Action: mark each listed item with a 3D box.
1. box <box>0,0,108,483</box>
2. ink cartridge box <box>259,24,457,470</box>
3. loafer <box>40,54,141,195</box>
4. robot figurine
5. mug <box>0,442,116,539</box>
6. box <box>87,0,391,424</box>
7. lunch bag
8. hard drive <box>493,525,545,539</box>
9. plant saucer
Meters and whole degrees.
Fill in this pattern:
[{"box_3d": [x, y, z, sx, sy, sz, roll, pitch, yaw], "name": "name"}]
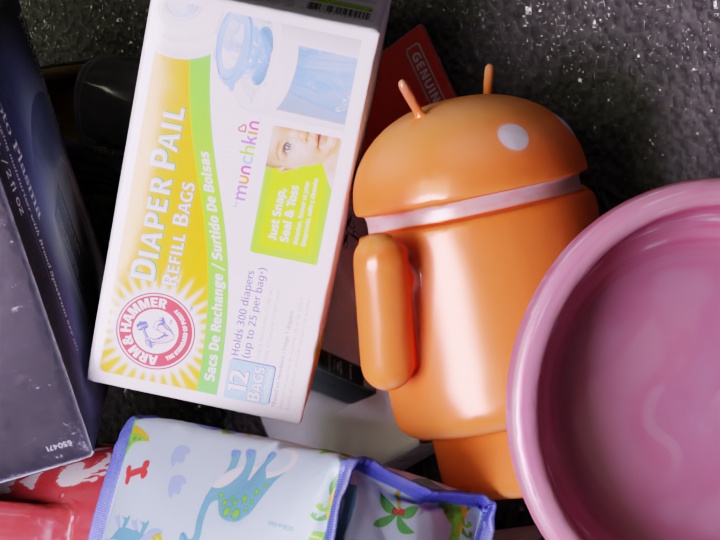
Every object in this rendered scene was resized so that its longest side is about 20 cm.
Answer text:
[{"box_3d": [-0.207, -0.016, 1.271, 0.123, 0.198, 0.201, -16, 108, 3], "name": "box"}, {"box_3d": [0.000, 0.000, 1.311, 0.173, 0.043, 0.201, -34, 73, 36], "name": "ink cartridge box"}, {"box_3d": [-0.126, -0.082, 1.350, 0.200, 0.072, 0.073, -7, 56, 49], "name": "loafer"}, {"box_3d": [0.059, 0.005, 1.184, 0.117, 0.143, 0.201, -177, 76, -80], "name": "robot figurine"}, {"box_3d": [-0.183, 0.156, 1.306, 0.199, 0.177, 0.134, -8, 98, 32], "name": "mug"}, {"box_3d": [-0.059, -0.041, 1.233, 0.112, 0.101, 0.201, 11, 106, 1], "name": "box"}, {"box_3d": [-0.051, 0.179, 1.172, 0.170, 0.127, 0.201, 7, 81, 48], "name": "lunch bag"}, {"box_3d": [-0.005, 0.184, 1.276, 0.199, 0.132, 0.026, -12, 115, 39], "name": "hard drive"}, {"box_3d": [0.157, 0.059, 1.126, 0.051, 0.200, 0.202, -174, 80, -76], "name": "plant saucer"}]
